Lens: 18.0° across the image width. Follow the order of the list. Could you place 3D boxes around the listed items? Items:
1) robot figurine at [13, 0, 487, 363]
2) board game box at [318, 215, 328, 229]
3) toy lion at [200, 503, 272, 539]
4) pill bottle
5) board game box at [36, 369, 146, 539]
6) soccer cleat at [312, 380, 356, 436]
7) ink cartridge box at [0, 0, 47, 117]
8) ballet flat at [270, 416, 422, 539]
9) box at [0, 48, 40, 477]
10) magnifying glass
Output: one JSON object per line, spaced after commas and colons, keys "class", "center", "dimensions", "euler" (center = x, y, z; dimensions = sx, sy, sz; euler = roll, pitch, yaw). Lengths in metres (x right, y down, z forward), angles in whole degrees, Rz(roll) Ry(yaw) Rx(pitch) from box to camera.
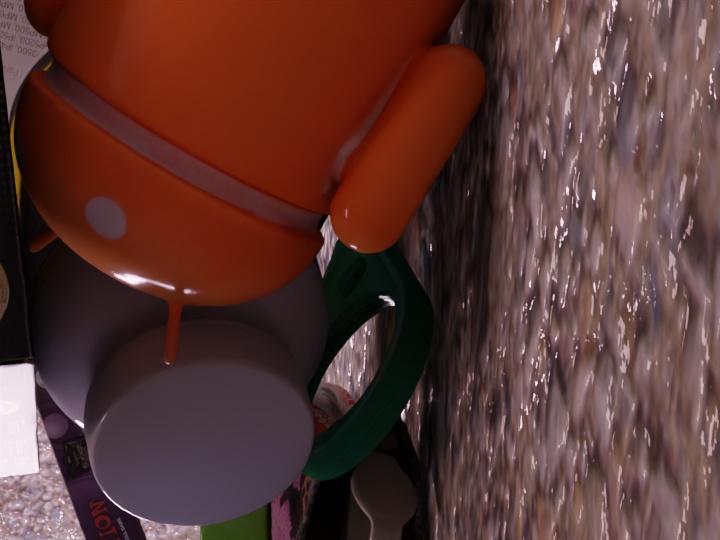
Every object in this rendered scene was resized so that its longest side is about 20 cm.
{"class": "robot figurine", "center": [-0.037, -0.073, 0.743], "dimensions": [0.201, 0.143, 0.117], "euler": [-60, 9, 8]}
{"class": "board game box", "center": [-0.048, 0.007, 1.038], "dimensions": [0.201, 0.028, 0.135], "euler": [-61, 2, -11]}
{"class": "toy lion", "center": [-0.039, 0.154, 0.971], "dimensions": [0.200, 0.068, 0.193], "euler": [36, -131, -86]}
{"class": "pill bottle", "center": [-0.073, -0.003, 0.868], "dimensions": [0.201, 0.111, 0.113], "euler": [-107, 17, -48]}
{"class": "board game box", "center": [-0.116, 0.085, 0.975], "dimensions": [0.120, 0.032, 0.201], "euler": [81, 166, -71]}
{"class": "soccer cleat", "center": [-0.027, 0.083, 1.111], "dimensions": [0.200, 0.085, 0.069], "euler": [-4, 107, 65]}
{"class": "ink cartridge box", "center": [-0.120, -0.164, 1.004], "dimensions": [0.145, 0.083, 0.202], "euler": [-33, -43, -77]}
{"class": "ballet flat", "center": [-0.001, 0.126, 0.825], "dimensions": [0.201, 0.069, 0.071], "euler": [-91, 19, -47]}
{"class": "box", "center": [-0.138, -0.023, 0.772], "dimensions": [0.200, 0.044, 0.161], "euler": [114, 148, -73]}
{"class": "magnifying glass", "center": [0.000, 0.000, 0.902], "dimensions": [0.080, 0.022, 0.201], "euler": [-40, 26, 34]}
